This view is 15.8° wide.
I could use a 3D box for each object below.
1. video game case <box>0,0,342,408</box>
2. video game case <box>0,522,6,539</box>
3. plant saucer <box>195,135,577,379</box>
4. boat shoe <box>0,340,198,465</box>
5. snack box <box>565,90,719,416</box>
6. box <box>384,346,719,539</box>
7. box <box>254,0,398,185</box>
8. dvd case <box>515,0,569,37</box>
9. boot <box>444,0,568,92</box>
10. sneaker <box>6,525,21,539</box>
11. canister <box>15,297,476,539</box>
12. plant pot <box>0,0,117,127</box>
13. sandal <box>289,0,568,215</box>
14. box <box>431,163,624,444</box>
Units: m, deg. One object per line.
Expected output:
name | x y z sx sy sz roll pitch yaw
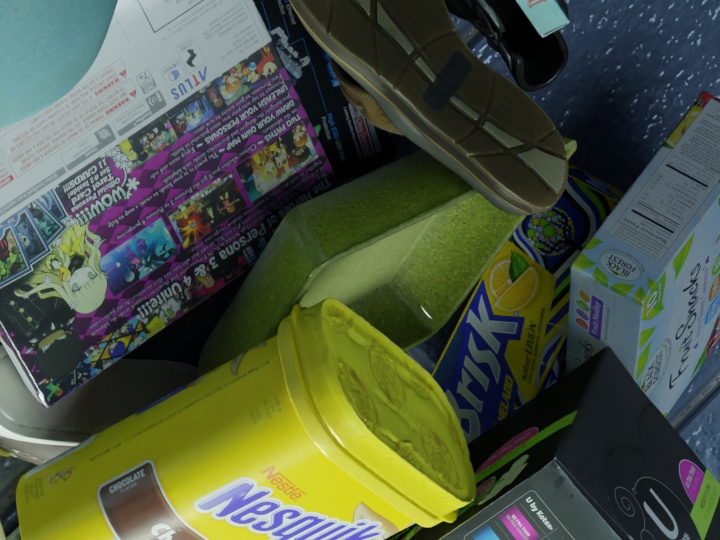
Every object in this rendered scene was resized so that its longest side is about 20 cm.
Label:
video game case | -0.123 -0.055 1.333 0.199 0.036 0.182 -35 125 -13
video game case | -0.294 0.094 1.352 0.181 0.022 0.201 -16 120 -7
plant saucer | 0.000 0.000 1.421 0.199 0.048 0.200 -25 161 -37
boat shoe | -0.138 0.084 1.439 0.199 0.059 0.072 17 71 -37
snack box | 0.176 0.010 1.515 0.142 0.053 0.200 -50 158 -24
box | 0.087 0.166 1.434 0.200 0.149 0.124 -38 97 26
box | -0.079 -0.114 1.385 0.158 0.046 0.201 -29 124 -15
dvd case | 0.058 -0.231 1.323 0.022 0.201 0.146 -23 129 20
boot | 0.042 -0.191 1.361 0.068 0.131 0.200 -39 127 1
sneaker | -0.148 0.156 1.464 0.199 0.072 0.073 -22 115 -23
canister | -0.061 0.112 1.355 0.199 0.087 0.148 -29 142 19
plant pot | -0.188 -0.146 1.216 0.200 0.200 0.135 -34 131 -12
sandal | 0.025 -0.102 1.348 0.200 0.054 0.080 47 54 -6
box | 0.096 0.038 1.536 0.201 0.064 0.070 -64 163 10
